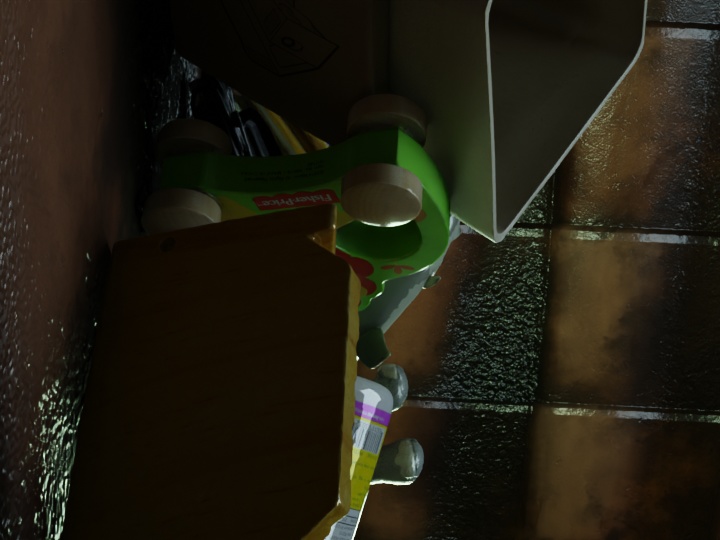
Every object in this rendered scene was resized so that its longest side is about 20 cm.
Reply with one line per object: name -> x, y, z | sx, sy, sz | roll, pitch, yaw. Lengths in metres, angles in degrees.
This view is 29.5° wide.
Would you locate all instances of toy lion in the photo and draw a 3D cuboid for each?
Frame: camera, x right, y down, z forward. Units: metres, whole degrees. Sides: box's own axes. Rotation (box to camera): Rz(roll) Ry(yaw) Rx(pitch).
toy lion -> -0.036, -0.022, 0.862 | 0.192, 0.199, 0.069 | 57, 32, -56

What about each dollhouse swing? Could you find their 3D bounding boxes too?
dollhouse swing -> -0.062, 0.107, 0.719 | 0.176, 0.181, 0.201 | 57, 30, -51

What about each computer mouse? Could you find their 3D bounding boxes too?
computer mouse -> -0.091, -0.076, 1.029 | 0.200, 0.052, 0.139 | -82, 148, -83

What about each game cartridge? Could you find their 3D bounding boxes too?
game cartridge -> -0.051, -0.115, 1.117 | 0.177, 0.032, 0.200 | 55, 4, -5

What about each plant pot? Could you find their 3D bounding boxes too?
plant pot -> 0.057, -0.176, 0.848 | 0.200, 0.176, 0.200 | -51, 152, -28

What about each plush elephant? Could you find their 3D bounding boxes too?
plush elephant -> -0.055, 0.121, 1.300 | 0.165, 0.199, 0.155 | -88, 156, -58

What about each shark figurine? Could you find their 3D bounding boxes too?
shark figurine -> 0.014, -0.013, 0.982 | 0.215, 0.089, 0.128 | -51, -168, -4

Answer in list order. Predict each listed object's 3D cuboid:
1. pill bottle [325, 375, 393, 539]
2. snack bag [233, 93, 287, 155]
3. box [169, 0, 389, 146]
pill bottle -> -0.053, 0.162, 0.925 | 0.104, 0.104, 0.201 | 83, 25, -82
snack bag -> -0.054, -0.037, 1.204 | 0.200, 0.021, 0.189 | 57, -14, 36
box -> -0.051, -0.165, 0.791 | 0.021, 0.163, 0.200 | -46, 156, -27
